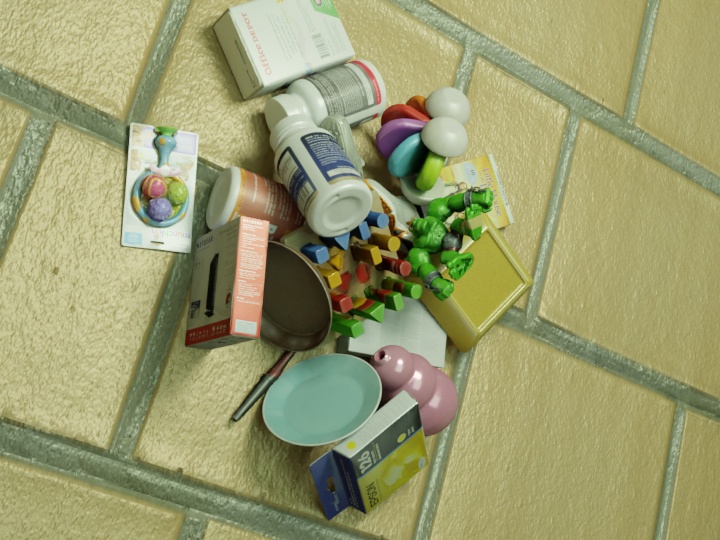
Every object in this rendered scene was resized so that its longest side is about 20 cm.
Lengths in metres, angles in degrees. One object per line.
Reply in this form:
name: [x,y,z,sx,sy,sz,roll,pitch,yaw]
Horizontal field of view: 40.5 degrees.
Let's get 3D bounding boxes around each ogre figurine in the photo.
ogre figurine: [0.142,-0.052,1.656,0.098,0.120,0.201,9,92,-46]

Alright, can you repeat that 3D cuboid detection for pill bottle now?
pill bottle: [-0.071,-0.158,1.562,0.111,0.111,0.200,-9,49,-30]
pill bottle: [-0.062,-0.288,1.694,0.200,0.111,0.111,-26,95,-30]
pill bottle: [-0.144,-0.090,1.615,0.199,0.112,0.113,18,73,-25]

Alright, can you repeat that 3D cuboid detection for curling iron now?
curling iron: [-0.151,0.168,1.616,0.200,0.026,0.050,-52,144,-22]

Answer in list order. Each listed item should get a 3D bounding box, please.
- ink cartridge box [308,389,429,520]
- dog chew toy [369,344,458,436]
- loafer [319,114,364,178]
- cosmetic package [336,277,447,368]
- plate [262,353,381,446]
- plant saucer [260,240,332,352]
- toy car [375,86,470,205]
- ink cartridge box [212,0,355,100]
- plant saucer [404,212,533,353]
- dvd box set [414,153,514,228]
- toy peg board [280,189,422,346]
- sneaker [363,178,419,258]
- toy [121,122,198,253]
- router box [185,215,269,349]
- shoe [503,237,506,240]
ink cartridge box: [0.020,0.317,1.596,0.200,0.047,0.198,-38,145,-20]
dog chew toy: [0.084,0.198,1.669,0.200,0.124,0.125,49,61,-38]
loafer: [-0.030,-0.186,1.680,0.070,0.070,0.201,-46,146,-37]
cosmetic package: [0.062,0.086,1.738,0.199,0.052,0.151,13,78,-27]
plate: [-0.061,0.214,1.586,0.200,0.200,0.026,-40,133,-28]
plant saucer: [-0.121,0.037,1.567,0.034,0.200,0.201,-39,102,-46]
toy car: [0.101,-0.230,1.724,0.149,0.175,0.200,17,48,-8]
ink cartridge box: [-0.132,-0.397,1.686,0.200,0.087,0.146,-26,94,-31]
plant saucer: [0.209,0.017,1.748,0.200,0.048,0.200,-44,111,-15]
dvd box set: [0.191,-0.130,1.857,0.199,0.029,0.147,-18,91,-30]
toy peg board: [0.000,0.000,1.601,0.200,0.098,0.200,-31,116,-30]
sneaker: [0.052,-0.108,1.738,0.200,0.075,0.092,50,41,-43]
toy: [-0.316,-0.136,1.563,0.115,0.047,0.201,6,79,-27]
router box: [-0.209,0.024,1.511,0.049,0.200,0.180,10,76,-27]
shoe: [0.183,-0.029,1.798,0.199,0.071,0.091,3,107,-34]
